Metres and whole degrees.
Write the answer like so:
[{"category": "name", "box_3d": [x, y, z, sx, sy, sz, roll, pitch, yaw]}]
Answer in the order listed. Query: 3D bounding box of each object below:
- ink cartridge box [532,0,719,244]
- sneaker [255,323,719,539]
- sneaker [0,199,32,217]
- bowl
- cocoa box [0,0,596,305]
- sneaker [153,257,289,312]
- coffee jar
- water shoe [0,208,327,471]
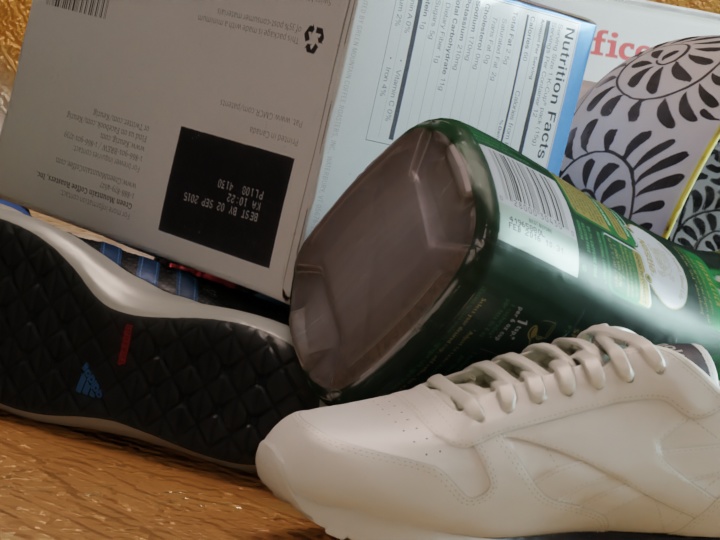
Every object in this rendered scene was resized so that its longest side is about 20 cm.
[{"category": "ink cartridge box", "box_3d": [0.110, -0.030, 1.187, 0.146, 0.200, 0.083, 8, 5, -22]}, {"category": "sneaker", "box_3d": [0.062, 0.054, 0.806, 0.200, 0.081, 0.076, 5, 19, -24]}, {"category": "sneaker", "box_3d": [-0.253, -0.033, 1.217, 0.200, 0.077, 0.111, 13, 10, -12]}, {"category": "bowl", "box_3d": [0.122, -0.027, 1.078, 0.094, 0.201, 0.201, 26, 11, 22]}, {"category": "cocoa box", "box_3d": [-0.030, -0.064, 0.986, 0.131, 0.134, 0.200, 9, 7, -43]}, {"category": "sneaker", "box_3d": [0.000, 0.000, 1.109, 0.200, 0.079, 0.095, -9, -28, 42]}, {"category": "coffee jar", "box_3d": [0.080, 0.025, 0.886, 0.200, 0.104, 0.085, 22, 35, -35]}, {"category": "water shoe", "box_3d": [-0.082, 0.031, 0.938, 0.200, 0.072, 0.079, 22, 8, 29]}]
